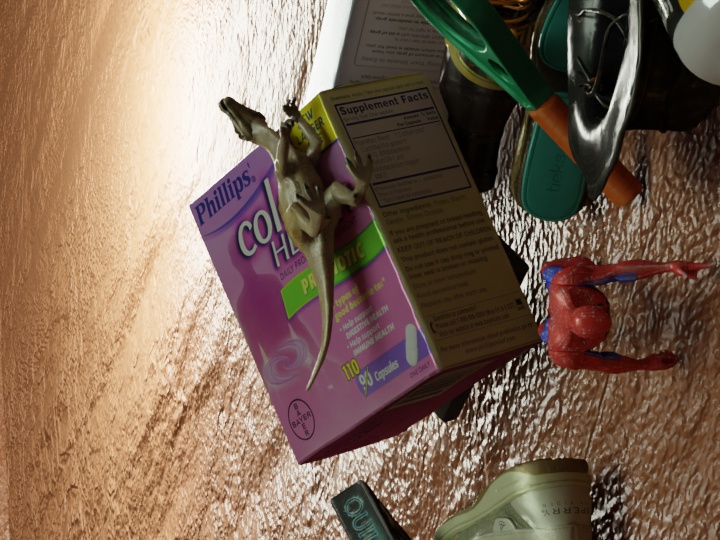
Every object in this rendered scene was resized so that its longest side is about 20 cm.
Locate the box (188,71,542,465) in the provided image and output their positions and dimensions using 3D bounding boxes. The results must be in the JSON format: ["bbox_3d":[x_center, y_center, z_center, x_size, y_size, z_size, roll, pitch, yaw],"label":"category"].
[{"bbox_3d":[0.000,0.000,1.642,0.176,0.096,0.201,-36,73,48],"label":"box"}]

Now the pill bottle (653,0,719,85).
[{"bbox_3d":[0.188,-0.163,1.189,0.113,0.112,0.201,121,134,-56],"label":"pill bottle"}]

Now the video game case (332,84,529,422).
[{"bbox_3d":[0.024,-0.012,1.703,0.200,0.019,0.143,46,132,28],"label":"video game case"}]

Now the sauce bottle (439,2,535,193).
[{"bbox_3d":[0.088,-0.149,1.618,0.066,0.066,0.201,-121,35,-60],"label":"sauce bottle"}]

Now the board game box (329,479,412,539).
[{"bbox_3d":[0.052,0.239,1.551,0.135,0.028,0.200,54,-175,-47],"label":"board game box"}]

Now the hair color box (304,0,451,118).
[{"bbox_3d":[0.022,-0.150,1.759,0.061,0.099,0.201,-113,31,-53],"label":"hair color box"}]

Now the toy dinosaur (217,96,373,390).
[{"bbox_3d":[-0.030,-0.035,1.565,0.201,0.058,0.101,70,155,17],"label":"toy dinosaur"}]

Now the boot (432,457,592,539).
[{"bbox_3d":[0.101,0.217,1.511,0.200,0.072,0.155,122,142,-61],"label":"boot"}]

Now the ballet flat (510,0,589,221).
[{"bbox_3d":[0.134,-0.125,1.488,0.072,0.068,0.201,-79,-1,-57],"label":"ballet flat"}]

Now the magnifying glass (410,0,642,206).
[{"bbox_3d":[0.092,-0.114,1.435,0.022,0.200,0.080,-44,12,-8],"label":"magnifying glass"}]

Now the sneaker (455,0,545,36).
[{"bbox_3d":[0.085,-0.178,1.457,0.200,0.078,0.078,-20,-63,-80],"label":"sneaker"}]

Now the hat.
[{"bbox_3d":[0.163,-0.137,1.336,0.201,0.081,0.201,-178,90,-86],"label":"hat"}]

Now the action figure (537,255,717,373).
[{"bbox_3d":[0.150,0.023,1.412,0.200,0.099,0.066,-34,-55,-84],"label":"action figure"}]
